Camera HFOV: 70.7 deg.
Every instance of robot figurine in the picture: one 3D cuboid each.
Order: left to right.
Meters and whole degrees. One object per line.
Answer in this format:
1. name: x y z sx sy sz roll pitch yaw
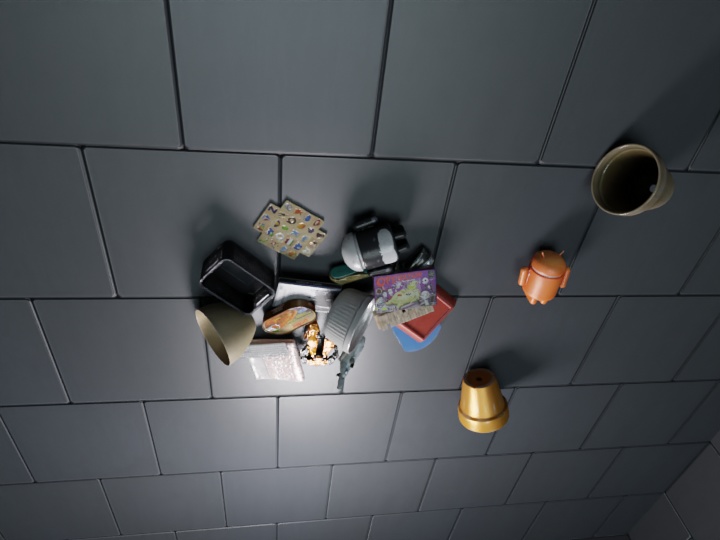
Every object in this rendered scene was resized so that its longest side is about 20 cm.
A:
1. robot figurine: -0.141 0.255 1.772 0.143 0.058 0.202 4 126 -12
2. robot figurine: 0.042 -0.073 1.506 0.198 0.152 0.125 -17 165 3
3. robot figurine: 0.606 0.018 1.675 0.143 0.117 0.202 24 132 22

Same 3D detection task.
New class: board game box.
1. board game box: 0.139 0.061 1.578 0.198 0.032 0.121 -8 101 -9
2. board game box: 0.191 0.189 1.785 0.157 0.039 0.201 -32 123 -3

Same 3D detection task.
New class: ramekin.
1. ramekin: -0.036 0.152 1.624 0.104 0.200 0.202 26 126 12

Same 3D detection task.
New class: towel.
1. towel: -0.302 0.317 1.784 0.189 0.032 0.201 -1 130 9

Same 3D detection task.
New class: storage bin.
1. storage bin: -0.367 0.025 1.530 0.135 0.094 0.200 -38 124 20

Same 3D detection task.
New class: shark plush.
1. shark plush: -0.046 0.314 1.775 0.091 0.083 0.201 37 81 -25

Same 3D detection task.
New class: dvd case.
1. dvd case: -0.174 0.082 1.623 0.198 0.025 0.151 8 144 -14

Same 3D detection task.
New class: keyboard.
1. keyboard: -0.342 0.274 1.727 0.198 0.011 0.057 -6 126 12

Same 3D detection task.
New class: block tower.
1. block tower: 0.142 0.130 1.641 0.198 0.054 0.058 -22 113 -3

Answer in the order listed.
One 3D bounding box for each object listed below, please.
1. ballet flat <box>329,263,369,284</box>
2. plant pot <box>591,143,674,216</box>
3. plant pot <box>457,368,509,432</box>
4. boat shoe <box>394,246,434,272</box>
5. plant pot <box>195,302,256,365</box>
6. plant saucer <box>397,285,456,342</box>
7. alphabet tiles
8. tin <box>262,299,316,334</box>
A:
1. ballet flat: 0.000 0.000 1.597 0.198 0.071 0.071 -14 129 1
2. plant pot: 0.807 -0.251 1.467 0.172 0.201 0.201 4 129 -33
3. plant pot: 0.475 0.496 1.995 0.198 0.201 0.185 -12 114 0
4. boat shoe: 0.140 0.004 1.613 0.199 0.074 0.068 -39 118 17
5. plant pot: -0.410 0.178 1.603 0.134 0.200 0.202 -31 136 -29
6. plant saucer: 0.211 0.138 1.721 0.199 0.037 0.200 37 99 -31
7. alphabet tiles: -0.207 -0.117 1.501 0.199 0.006 0.167 28 118 -27
8. tin: -0.234 0.153 1.663 0.199 0.042 0.112 -26 135 25
